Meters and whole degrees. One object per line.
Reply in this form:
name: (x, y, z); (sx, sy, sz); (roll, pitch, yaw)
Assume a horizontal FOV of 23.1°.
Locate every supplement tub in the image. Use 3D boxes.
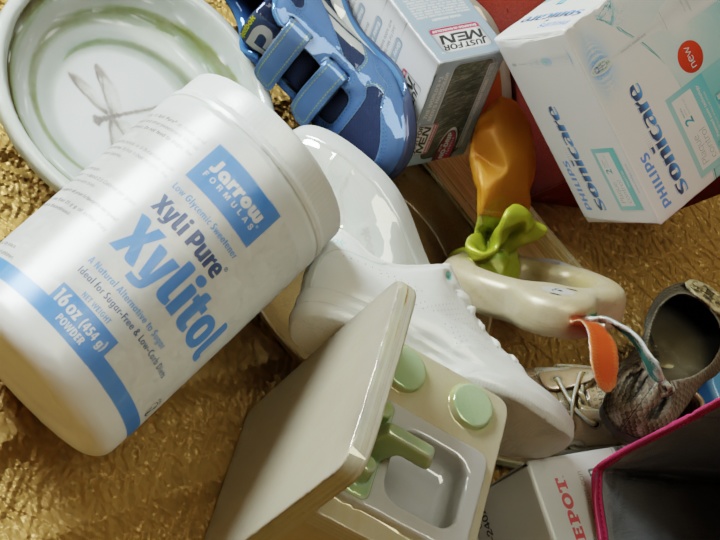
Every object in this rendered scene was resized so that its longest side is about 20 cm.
supplement tub: (-0.123, -0.004, 1.017); (0.132, 0.132, 0.200); (46, 71, -1)

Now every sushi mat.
sushi mat: (0.088, -0.057, 1.283); (0.200, 0.012, 0.096); (51, 28, 3)

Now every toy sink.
toy sink: (0.006, 0.120, 1.021); (0.112, 0.200, 0.131); (29, 51, -15)

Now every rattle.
rattle: (0.134, -0.018, 1.132); (0.130, 0.200, 0.144); (23, 94, -16)

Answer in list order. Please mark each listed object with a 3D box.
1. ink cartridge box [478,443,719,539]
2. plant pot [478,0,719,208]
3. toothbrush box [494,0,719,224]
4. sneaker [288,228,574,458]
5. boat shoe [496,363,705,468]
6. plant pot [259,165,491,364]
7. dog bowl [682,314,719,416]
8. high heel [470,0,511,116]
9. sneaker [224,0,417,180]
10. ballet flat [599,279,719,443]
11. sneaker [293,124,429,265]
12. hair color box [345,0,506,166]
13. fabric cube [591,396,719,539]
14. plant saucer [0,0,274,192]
ink cartridge box: (0.182, 0.194, 1.167); (0.199, 0.083, 0.146); (-5, 68, -36)
plant pot: (0.209, -0.145, 1.324); (0.199, 0.199, 0.178); (5, 75, -30)
toothbrush box: (0.210, -0.145, 1.175); (0.200, 0.085, 0.147); (-36, 108, -22)
sneaker: (0.055, 0.041, 1.084); (0.199, 0.075, 0.089); (31, 53, -19)
boat shoe: (0.147, 0.093, 1.217); (0.199, 0.065, 0.072); (3, 62, -31)
plant pot: (0.000, 0.000, 1.201); (0.199, 0.027, 0.201); (16, 55, -25)
dog bowl: (0.284, 0.131, 1.294); (0.111, 0.050, 0.201); (-5, 67, -35)
high heel: (0.050, -0.191, 1.331); (0.067, 0.096, 0.201); (-27, 97, -13)
sneaker: (-0.035, -0.141, 1.173); (0.082, 0.074, 0.201); (-12, 63, -46)
ballet flat: (0.218, 0.054, 1.221); (0.067, 0.047, 0.200); (33, 36, 12)
sneaker: (-0.005, -0.001, 1.132); (0.084, 0.073, 0.201); (-28, 82, -43)
hair color box: (0.013, -0.178, 1.228); (0.060, 0.099, 0.200); (-14, 55, -30)
fabric cube: (0.288, 0.183, 1.060); (0.198, 0.200, 0.197); (7, 62, -33)
plant saucer: (-0.152, -0.105, 1.148); (0.199, 0.050, 0.201); (15, 57, -25)
